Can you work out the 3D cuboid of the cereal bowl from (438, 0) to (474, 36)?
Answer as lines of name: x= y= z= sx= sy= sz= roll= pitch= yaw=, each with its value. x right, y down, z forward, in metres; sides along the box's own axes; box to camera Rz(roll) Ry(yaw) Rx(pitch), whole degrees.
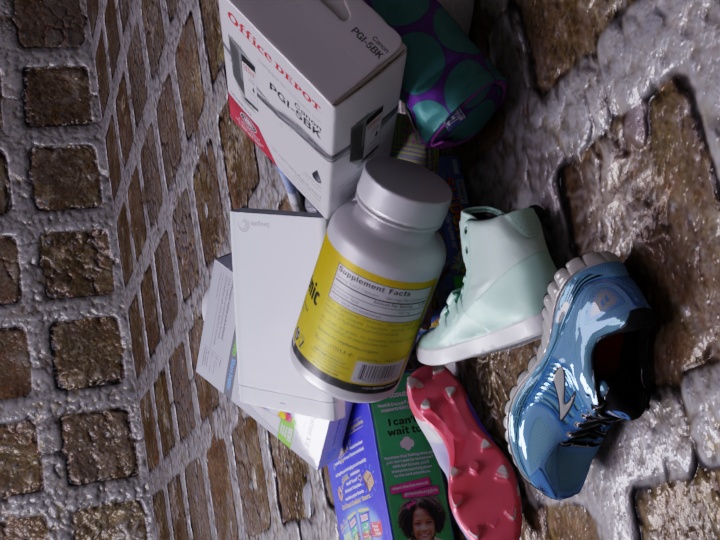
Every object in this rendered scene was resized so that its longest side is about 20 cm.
cereal bowl: x=0.030 y=-0.274 z=1.066 sx=0.200 sy=0.082 sz=0.204 roll=174 pitch=90 yaw=-70

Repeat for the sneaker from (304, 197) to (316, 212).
sneaker: x=-0.020 y=-0.136 z=1.253 sx=0.201 sy=0.074 sz=0.116 roll=-102 pitch=32 yaw=-62

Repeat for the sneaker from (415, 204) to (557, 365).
sneaker: x=0.102 y=0.011 z=0.949 sx=0.200 sy=0.073 sz=0.120 roll=-28 pitch=75 yaw=57

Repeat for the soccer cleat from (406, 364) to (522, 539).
soccer cleat: x=0.100 y=0.176 z=1.038 sx=0.202 sy=0.066 sz=0.077 roll=63 pitch=-178 yaw=33

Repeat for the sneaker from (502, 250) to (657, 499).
sneaker: x=0.163 y=0.092 z=0.811 sx=0.090 sy=0.077 sz=0.203 roll=-129 pitch=39 yaw=-50

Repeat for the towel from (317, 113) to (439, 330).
towel: x=0.015 y=-0.051 z=1.067 sx=0.142 sy=0.023 sz=0.204 roll=12 pitch=108 yaw=38

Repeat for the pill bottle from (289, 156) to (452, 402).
pill bottle: x=0.013 y=0.007 z=0.996 sx=0.112 sy=0.110 sz=0.202 roll=57 pitch=135 yaw=50

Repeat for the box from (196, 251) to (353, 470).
box: x=-0.090 y=0.096 z=1.206 sx=0.199 sy=0.041 sz=0.158 roll=34 pitch=126 yaw=27

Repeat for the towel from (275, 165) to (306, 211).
towel: x=-0.084 y=-0.103 z=1.316 sx=0.201 sy=0.023 sz=0.148 roll=72 pitch=180 yaw=-53

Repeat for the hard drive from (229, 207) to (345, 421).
hard drive: x=-0.074 y=0.042 z=1.127 sx=0.130 sy=0.027 sz=0.204 roll=6 pitch=102 yaw=37

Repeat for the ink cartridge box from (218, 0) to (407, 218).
ink cartridge box: x=-0.044 y=-0.157 z=0.947 sx=0.147 sy=0.083 sz=0.201 roll=46 pitch=162 yaw=15

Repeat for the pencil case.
pencil case: x=0.033 y=-0.199 z=0.958 sx=0.201 sy=0.092 sz=0.085 roll=50 pitch=-171 yaw=10

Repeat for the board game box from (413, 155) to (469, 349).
board game box: x=0.059 y=-0.010 z=1.116 sx=0.200 sy=0.034 sz=0.138 roll=134 pitch=128 yaw=-64

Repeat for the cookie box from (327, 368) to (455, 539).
cookie box: x=0.026 y=0.226 z=1.204 sx=0.171 sy=0.074 sz=0.203 roll=135 pitch=127 yaw=-64

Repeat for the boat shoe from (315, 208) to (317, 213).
boat shoe: x=0.000 y=0.000 z=1.154 sx=0.062 sy=0.071 sz=0.203 roll=23 pitch=126 yaw=50

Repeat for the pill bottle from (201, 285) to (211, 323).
pill bottle: x=-0.094 y=0.027 z=1.289 sx=0.199 sy=0.111 sz=0.114 roll=-22 pitch=74 yaw=45
